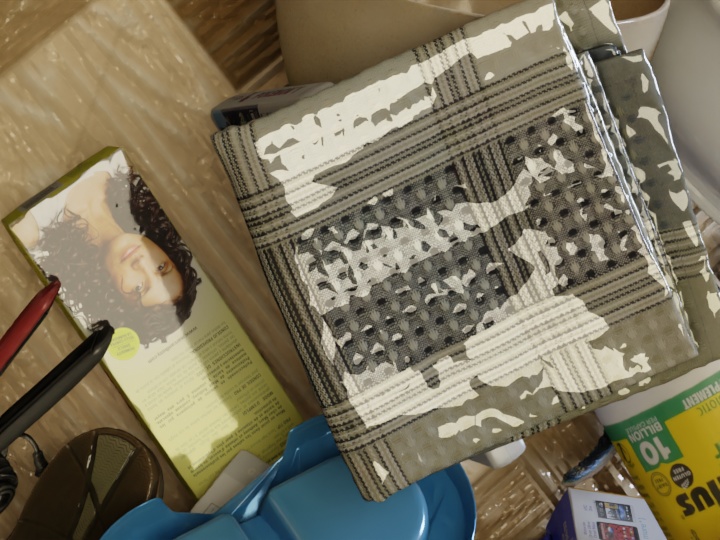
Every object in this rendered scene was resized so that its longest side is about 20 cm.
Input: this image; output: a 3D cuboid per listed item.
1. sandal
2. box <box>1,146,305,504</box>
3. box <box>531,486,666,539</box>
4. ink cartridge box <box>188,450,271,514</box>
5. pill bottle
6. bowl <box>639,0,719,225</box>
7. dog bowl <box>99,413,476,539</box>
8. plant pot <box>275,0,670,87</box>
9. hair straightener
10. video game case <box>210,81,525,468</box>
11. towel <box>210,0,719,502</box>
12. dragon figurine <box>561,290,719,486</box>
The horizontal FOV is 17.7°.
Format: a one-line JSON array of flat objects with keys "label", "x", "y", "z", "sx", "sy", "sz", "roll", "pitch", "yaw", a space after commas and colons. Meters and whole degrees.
[{"label": "sandal", "x": -0.162, "y": 0.160, "z": 1.172, "sx": 0.082, "sy": 0.055, "sz": 0.200, "roll": 41, "pitch": 104, "yaw": 19}, {"label": "box", "x": -0.101, "y": 0.037, "z": 1.203, "sx": 0.075, "sy": 0.050, "sz": 0.200, "roll": -37, "pitch": 102, "yaw": -10}, {"label": "box", "x": 0.184, "y": 0.183, "z": 1.258, "sx": 0.199, "sy": 0.119, "sz": 0.042, "roll": 11, "pitch": 132, "yaw": -17}, {"label": "ink cartridge box", "x": -0.054, "y": 0.207, "z": 1.132, "sx": 0.162, "sy": 0.057, "sz": 0.200, "roll": 30, "pitch": 54, "yaw": 17}, {"label": "pill bottle", "x": 0.213, "y": 0.124, "z": 1.183, "sx": 0.112, "sy": 0.113, "sz": 0.201, "roll": -29, "pitch": 90, "yaw": -12}, {"label": "bowl", "x": 0.207, "y": -0.082, "z": 1.228, "sx": 0.201, "sy": 0.201, "sz": 0.090, "roll": 43, "pitch": 111, "yaw": -13}, {"label": "dog bowl", "x": -0.038, "y": 0.146, "z": 1.119, "sx": 0.199, "sy": 0.050, "sz": 0.112, "roll": -26, "pitch": 60, "yaw": -20}, {"label": "plant pot", "x": 0.047, "y": -0.094, "z": 1.176, "sx": 0.199, "sy": 0.200, "sz": 0.135, "roll": 3, "pitch": 112, "yaw": -15}, {"label": "hair straightener", "x": -0.187, "y": 0.103, "z": 1.167, "sx": 0.077, "sy": 0.041, "sz": 0.200, "roll": 38, "pitch": 99, "yaw": -10}, {"label": "video game case", "x": 0.000, "y": 0.000, "z": 1.159, "sx": 0.023, "sy": 0.182, "sz": 0.201, "roll": -31, "pitch": 101, "yaw": -14}, {"label": "towel", "x": 0.058, "y": -0.013, "z": 1.056, "sx": 0.199, "sy": 0.035, "sz": 0.193, "roll": -23, "pitch": 100, "yaw": -5}, {"label": "dragon figurine", "x": 0.175, "y": 0.040, "z": 1.274, "sx": 0.199, "sy": 0.059, "sz": 0.100, "roll": -25, "pitch": 99, "yaw": -13}]
